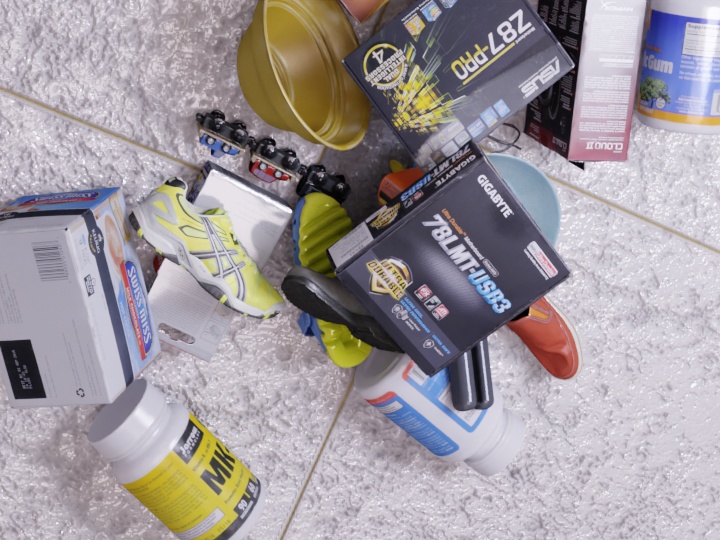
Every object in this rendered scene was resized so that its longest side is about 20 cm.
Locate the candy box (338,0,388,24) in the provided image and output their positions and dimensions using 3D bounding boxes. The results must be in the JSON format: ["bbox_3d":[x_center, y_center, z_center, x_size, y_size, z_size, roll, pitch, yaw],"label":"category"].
[{"bbox_3d":[0.037,-0.372,1.633,0.199,0.057,0.117,-40,137,8],"label":"candy box"}]

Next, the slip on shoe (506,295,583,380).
[{"bbox_3d":[0.197,0.054,1.815,0.201,0.074,0.061,57,44,-17],"label":"slip on shoe"}]

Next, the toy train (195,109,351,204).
[{"bbox_3d":[-0.102,-0.122,1.718,0.199,0.034,0.046,27,111,-20],"label":"toy train"}]

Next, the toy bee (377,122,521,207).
[{"bbox_3d":[0.100,-0.083,1.740,0.198,0.131,0.110,-8,133,-22],"label":"toy bee"}]

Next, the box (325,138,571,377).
[{"bbox_3d":[0.096,-0.009,1.631,0.198,0.050,0.200,-35,127,8],"label":"box"}]

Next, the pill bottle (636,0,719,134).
[{"bbox_3d":[0.383,-0.264,1.752,0.111,0.112,0.203,0,106,-14],"label":"pill bottle"}]

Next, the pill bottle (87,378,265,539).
[{"bbox_3d":[-0.211,0.225,1.749,0.114,0.114,0.200,-42,112,1],"label":"pill bottle"}]

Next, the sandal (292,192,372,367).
[{"bbox_3d":[-0.047,0.010,1.742,0.079,0.087,0.202,-16,107,-31],"label":"sandal"}]

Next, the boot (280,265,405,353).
[{"bbox_3d":[0.000,0.000,1.691,0.199,0.067,0.132,30,73,-43],"label":"boot"}]

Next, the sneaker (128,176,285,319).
[{"bbox_3d":[-0.154,-0.020,1.658,0.199,0.075,0.077,38,95,-22],"label":"sneaker"}]

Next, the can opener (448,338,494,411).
[{"bbox_3d":[0.129,0.056,1.738,0.053,0.067,0.203,0,80,-36],"label":"can opener"}]

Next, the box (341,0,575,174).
[{"bbox_3d":[0.104,-0.220,1.634,0.199,0.049,0.162,-37,92,8],"label":"box"}]

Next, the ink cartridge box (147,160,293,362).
[{"bbox_3d":[-0.171,-0.009,1.725,0.108,0.050,0.201,26,100,-20],"label":"ink cartridge box"}]

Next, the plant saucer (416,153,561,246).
[{"bbox_3d":[0.119,-0.048,1.664,0.199,0.039,0.203,-9,126,-12],"label":"plant saucer"}]

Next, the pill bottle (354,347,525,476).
[{"bbox_3d":[0.098,0.155,1.807,0.200,0.112,0.112,40,94,-21],"label":"pill bottle"}]

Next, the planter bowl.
[{"bbox_3d":[-0.076,-0.215,1.645,0.083,0.201,0.202,-16,114,29],"label":"planter bowl"}]

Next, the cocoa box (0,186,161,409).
[{"bbox_3d":[-0.314,0.028,1.634,0.132,0.131,0.202,-4,110,21],"label":"cocoa box"}]

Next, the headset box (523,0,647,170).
[{"bbox_3d":[0.248,-0.216,1.713,0.076,0.149,0.203,0,106,-13],"label":"headset box"}]
